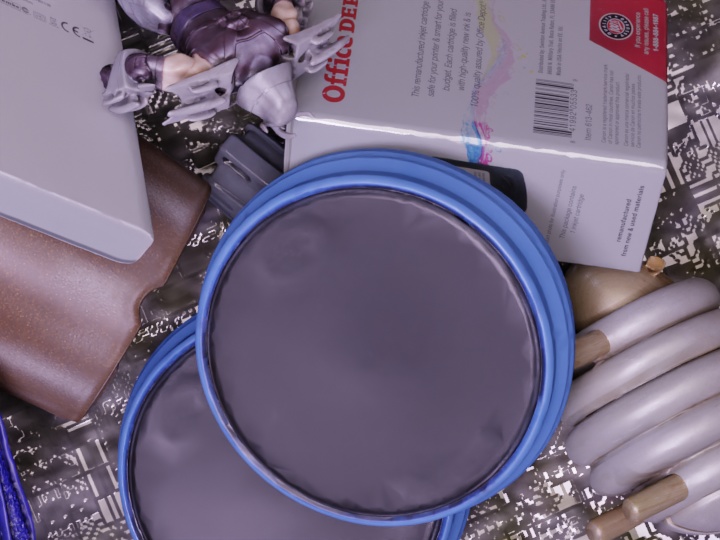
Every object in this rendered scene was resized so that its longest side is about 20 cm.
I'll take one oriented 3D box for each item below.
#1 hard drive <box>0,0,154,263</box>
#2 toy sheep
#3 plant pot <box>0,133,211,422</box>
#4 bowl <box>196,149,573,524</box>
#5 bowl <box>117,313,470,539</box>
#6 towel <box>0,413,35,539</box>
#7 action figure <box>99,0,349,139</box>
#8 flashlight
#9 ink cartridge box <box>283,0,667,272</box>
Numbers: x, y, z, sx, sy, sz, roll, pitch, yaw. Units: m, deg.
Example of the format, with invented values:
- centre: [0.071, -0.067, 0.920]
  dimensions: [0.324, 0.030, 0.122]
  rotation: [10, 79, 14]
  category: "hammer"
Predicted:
- centre: [-0.174, -0.100, 1.199]
  dimensions: [0.132, 0.200, 0.027]
  rotation: [23, 125, -32]
  category: "hard drive"
- centre: [0.169, 0.079, 1.303]
  dimensions: [0.138, 0.138, 0.200]
  rotation: [-25, 83, -3]
  category: "toy sheep"
- centre: [-0.201, -0.028, 1.279]
  dimensions: [0.198, 0.200, 0.200]
  rotation: [31, 86, -7]
  category: "plant pot"
- centre: [0.010, 0.039, 1.234]
  dimensions: [0.201, 0.039, 0.201]
  rotation: [4, 107, 14]
  category: "bowl"
- centre: [-0.038, 0.110, 1.310]
  dimensions: [0.201, 0.039, 0.201]
  rotation: [2, 102, 9]
  category: "bowl"
- centre: [-0.257, 0.107, 1.269]
  dimensions: [0.200, 0.050, 0.148]
  rotation: [-5, 101, 41]
  category: "towel"
- centre: [-0.092, -0.135, 1.230]
  dimensions: [0.130, 0.069, 0.200]
  rotation: [-20, 57, -42]
  category: "action figure"
- centre: [0.000, 0.000, 1.340]
  dimensions: [0.200, 0.068, 0.068]
  rotation: [39, 120, 5]
  category: "flashlight"
- centre: [0.062, -0.089, 1.301]
  dimensions: [0.200, 0.083, 0.146]
  rotation: [8, 45, 0]
  category: "ink cartridge box"
